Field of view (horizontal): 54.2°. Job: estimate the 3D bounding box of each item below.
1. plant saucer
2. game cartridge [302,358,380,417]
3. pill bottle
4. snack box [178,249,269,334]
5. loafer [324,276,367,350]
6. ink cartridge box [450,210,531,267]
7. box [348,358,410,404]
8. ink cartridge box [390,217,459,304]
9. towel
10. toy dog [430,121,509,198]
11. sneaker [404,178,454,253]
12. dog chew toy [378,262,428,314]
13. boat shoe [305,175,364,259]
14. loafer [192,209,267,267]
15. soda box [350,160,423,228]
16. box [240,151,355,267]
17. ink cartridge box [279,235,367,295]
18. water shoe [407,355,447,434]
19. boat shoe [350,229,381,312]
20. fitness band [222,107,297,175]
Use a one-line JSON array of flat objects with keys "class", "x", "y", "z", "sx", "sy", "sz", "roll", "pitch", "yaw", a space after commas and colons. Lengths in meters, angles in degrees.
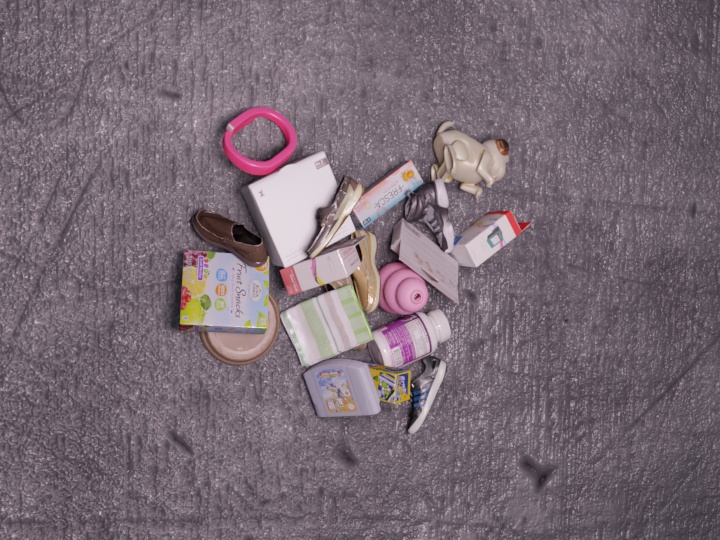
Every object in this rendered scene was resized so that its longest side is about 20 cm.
[{"class": "plant saucer", "x": -0.281, "y": 0.123, "z": 1.653, "sx": 0.194, "sy": 0.029, "sz": 0.207, "roll": -1, "pitch": 93, "yaw": -19}, {"class": "game cartridge", "x": -0.050, "y": 0.278, "z": 1.664, "sx": 0.041, "sy": 0.196, "sz": 0.136, "roll": -36, "pitch": 107, "yaw": -47}, {"class": "pill bottle", "x": 0.123, "y": 0.171, "z": 1.758, "sx": 0.195, "sy": 0.112, "sz": 0.115, "roll": -22, "pitch": 100, "yaw": -18}, {"class": "snack box", "x": -0.306, "y": 0.050, "z": 1.587, "sx": 0.194, "sy": 0.068, "sz": 0.174, "roll": 4, "pitch": 72, "yaw": -17}, {"class": "loafer", "x": -0.040, "y": 0.102, "z": 1.712, "sx": 0.066, "sy": 0.075, "sz": 0.206, "roll": -18, "pitch": 89, "yaw": -33}, {"class": "ink cartridge box", "x": 0.331, "y": -0.093, "z": 1.816, "sx": 0.198, "sy": 0.116, "sz": 0.068, "roll": -36, "pitch": 103, "yaw": -15}, {"class": "box", "x": 0.025, "y": 0.262, "z": 1.680, "sx": 0.063, "sy": 0.196, "sz": 0.073, "roll": -2, "pitch": 95, "yaw": -49}, {"class": "ink cartridge box", "x": 0.160, "y": -0.013, "z": 1.736, "sx": 0.198, "sy": 0.178, "sz": 0.045, "roll": 37, "pitch": 123, "yaw": -18}, {"class": "towel", "x": -0.081, "y": 0.134, "z": 1.672, "sx": 0.195, "sy": 0.031, "sz": 0.153, "roll": -22, "pitch": 101, "yaw": 17}, {"class": "toy dog", "x": 0.284, "y": -0.280, "z": 1.794, "sx": 0.194, "sy": 0.141, "sz": 0.199, "roll": 1, "pitch": 57, "yaw": -18}, {"class": "sneaker", "x": 0.169, "y": -0.127, "z": 1.753, "sx": 0.110, "sy": 0.076, "sz": 0.204, "roll": -12, "pitch": 123, "yaw": 3}, {"class": "dog chew toy", "x": 0.103, "y": 0.049, "z": 1.694, "sx": 0.121, "sy": 0.200, "sz": 0.129, "roll": -2, "pitch": 97, "yaw": -15}, {"class": "boat shoe", "x": -0.068, "y": -0.119, "z": 1.562, "sx": 0.064, "sy": 0.073, "sz": 0.202, "roll": 36, "pitch": 78, "yaw": -7}, {"class": "loafer", "x": -0.289, "y": -0.088, "z": 1.582, "sx": 0.196, "sy": 0.072, "sz": 0.074, "roll": 28, "pitch": 46, "yaw": 7}, {"class": "soda box", "x": 0.058, "y": -0.189, "z": 1.739, "sx": 0.198, "sy": 0.063, "sz": 0.069, "roll": -37, "pitch": 104, "yaw": -13}, {"class": "box", "x": -0.146, "y": -0.142, "z": 1.633, "sx": 0.195, "sy": 0.130, "sz": 0.205, "roll": -27, "pitch": 101, "yaw": -16}, {"class": "ink cartridge box", "x": -0.074, "y": -0.013, "z": 1.624, "sx": 0.195, "sy": 0.116, "sz": 0.069, "roll": -18, "pitch": 100, "yaw": 21}, {"class": "water shoe", "x": 0.154, "y": 0.317, "z": 1.812, "sx": 0.077, "sy": 0.072, "sz": 0.204, "roll": 25, "pitch": 86, "yaw": 9}, {"class": "boat shoe", "x": 0.000, "y": 0.000, "z": 1.700, "sx": 0.075, "sy": 0.071, "sz": 0.206, "roll": 12, "pitch": 63, "yaw": -40}, {"class": "fitness band", "x": -0.226, "y": -0.296, "z": 1.598, "sx": 0.143, "sy": 0.038, "sz": 0.201, "roll": 41, "pitch": 46, "yaw": 0}]
